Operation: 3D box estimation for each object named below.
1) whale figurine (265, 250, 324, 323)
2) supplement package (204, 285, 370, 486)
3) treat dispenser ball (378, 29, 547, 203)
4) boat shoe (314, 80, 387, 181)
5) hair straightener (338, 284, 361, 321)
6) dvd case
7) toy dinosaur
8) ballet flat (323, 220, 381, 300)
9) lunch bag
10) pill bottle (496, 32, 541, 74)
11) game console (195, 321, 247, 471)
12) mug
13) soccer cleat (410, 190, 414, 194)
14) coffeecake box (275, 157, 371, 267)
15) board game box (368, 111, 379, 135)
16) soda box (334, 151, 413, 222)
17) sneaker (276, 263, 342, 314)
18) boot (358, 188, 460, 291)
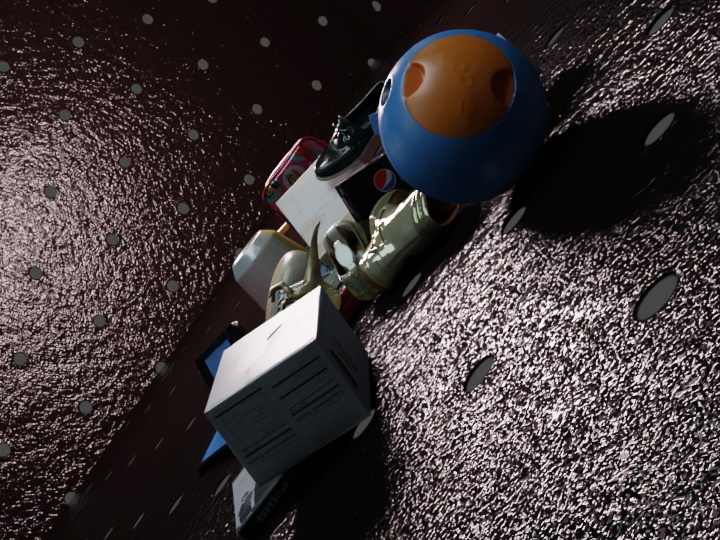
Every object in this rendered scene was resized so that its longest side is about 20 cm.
[{"bbox_3d":[-0.100,0.071,1.813,0.159,0.103,0.203,-177,100,-77],"label":"whale figurine"},{"bbox_3d":[-0.080,0.130,1.312,0.155,0.111,0.200,-33,14,8],"label":"supplement package"},{"bbox_3d":[0.120,-0.180,1.317,0.201,0.200,0.201,-50,10,12],"label":"treat dispenser ball"},{"bbox_3d":[-0.010,-0.230,1.804,0.199,0.066,0.074,-42,42,-11],"label":"boat shoe"},{"bbox_3d":[0.000,0.000,1.681,0.201,0.041,0.077,-61,11,-13],"label":"hair straightener"},{"bbox_3d":[-0.105,0.241,1.392,0.151,0.025,0.200,-53,10,0],"label":"dvd case"},{"bbox_3d":[-0.077,0.039,1.625,0.100,0.203,0.058,-12,-17,15],"label":"toy dinosaur"},{"bbox_3d":[-0.020,-0.030,1.630,0.071,0.070,0.201,-49,33,15],"label":"ballet flat"},{"bbox_3d":[-0.056,-0.136,1.966,0.177,0.199,0.082,-53,5,-2],"label":"lunch bag"},{"bbox_3d":[0.157,-0.226,1.557,0.200,0.112,0.112,-50,10,15],"label":"pill bottle"},{"bbox_3d":[-0.234,0.207,1.832,0.118,0.173,0.200,-26,-8,-36],"label":"game console"},{"bbox_3d":[-0.143,0.000,2.020,0.150,0.153,0.187,-48,11,24],"label":"mug"},{"bbox_3d":[0.078,-0.190,1.822,0.081,0.067,0.201,-54,27,30],"label":"soccer cleat"},{"bbox_3d":[-0.032,-0.101,1.818,0.154,0.073,0.200,-45,39,4],"label":"coffeecake box"},{"bbox_3d":[0.117,-0.252,1.696,0.198,0.037,0.151,-19,5,8],"label":"board game box"},{"bbox_3d":[0.061,-0.153,1.685,0.199,0.071,0.063,-33,6,-7],"label":"soda box"},{"bbox_3d":[-0.096,0.070,1.700,0.201,0.085,0.077,-54,-22,-24],"label":"sneaker"},{"bbox_3d":[0.075,-0.080,1.542,0.155,0.073,0.201,-46,14,36],"label":"boot"}]
